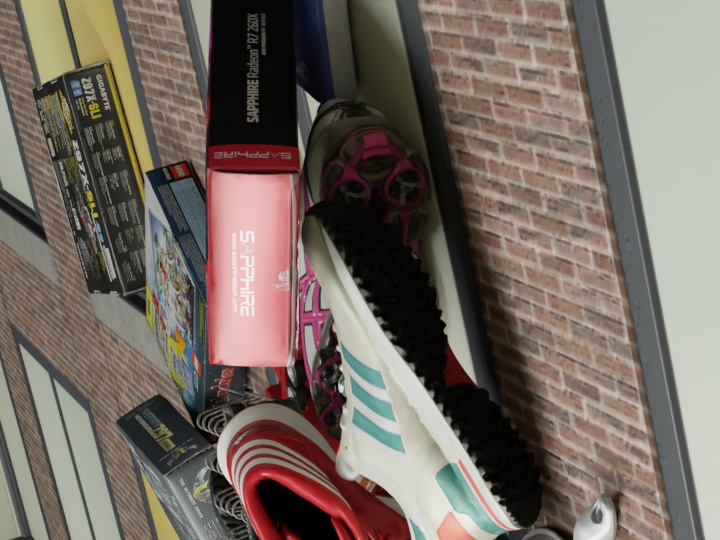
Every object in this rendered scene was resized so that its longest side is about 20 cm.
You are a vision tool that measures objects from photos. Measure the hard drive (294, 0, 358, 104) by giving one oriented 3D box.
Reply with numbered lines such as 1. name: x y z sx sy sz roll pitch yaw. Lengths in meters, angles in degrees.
1. hard drive: -0.047 -0.209 1.193 0.132 0.025 0.201 -134 32 -56

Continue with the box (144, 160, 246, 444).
1. box: -0.131 0.029 1.668 0.201 0.037 0.137 97 150 -53

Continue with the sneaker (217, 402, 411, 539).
1. sneaker: 0.001 0.166 1.157 0.200 0.078 0.116 36 -168 -16

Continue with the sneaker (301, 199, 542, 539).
1. sneaker: 0.009 0.064 1.095 0.093 0.070 0.201 -33 88 29

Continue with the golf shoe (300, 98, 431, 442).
1. golf shoe: 0.000 0.000 1.183 0.092 0.072 0.201 -124 33 -58

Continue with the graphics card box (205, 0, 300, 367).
1. graphics card box: -0.058 -0.058 1.120 0.201 0.050 0.126 -92 3 -52

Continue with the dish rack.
1. dish rack: -0.066 0.151 1.374 0.200 0.054 0.155 -175 74 -73

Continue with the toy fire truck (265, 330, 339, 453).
1. toy fire truck: -0.047 0.028 1.384 0.201 0.048 0.141 91 156 -48

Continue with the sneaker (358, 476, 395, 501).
1. sneaker: 0.013 0.159 1.290 0.201 0.072 0.078 101 157 -52

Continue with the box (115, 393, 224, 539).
1. box: -0.117 0.211 1.705 0.201 0.051 0.158 63 168 -20

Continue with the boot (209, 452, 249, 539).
1. boot: -0.060 0.245 1.584 0.201 0.076 0.169 57 154 27

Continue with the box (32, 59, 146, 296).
1. box: -0.234 -0.079 1.870 0.160 0.049 0.201 177 77 -70

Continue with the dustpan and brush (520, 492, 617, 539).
1. dustpan and brush: 0.101 0.175 1.074 0.201 0.057 0.140 85 171 -53
